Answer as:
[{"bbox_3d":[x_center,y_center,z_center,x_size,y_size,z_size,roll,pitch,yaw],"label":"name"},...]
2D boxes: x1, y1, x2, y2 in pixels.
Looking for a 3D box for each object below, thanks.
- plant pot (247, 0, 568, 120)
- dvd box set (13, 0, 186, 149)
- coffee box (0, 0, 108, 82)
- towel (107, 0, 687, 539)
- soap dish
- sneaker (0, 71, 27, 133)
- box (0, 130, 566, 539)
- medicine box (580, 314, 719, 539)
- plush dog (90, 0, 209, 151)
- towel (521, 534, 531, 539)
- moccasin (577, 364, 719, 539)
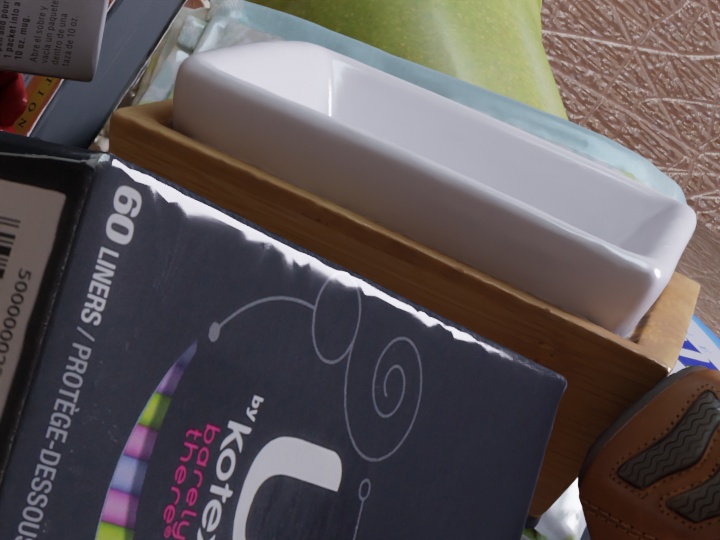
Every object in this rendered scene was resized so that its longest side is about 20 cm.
[{"bbox_3d":[0.025,-0.053,1.291,0.200,0.200,0.185,31,25,-45],"label":"plant pot"},{"bbox_3d":[-0.128,-0.135,0.978,0.200,0.147,0.029,30,-4,41],"label":"dvd box set"},{"bbox_3d":[-0.175,-0.117,0.778,0.199,0.080,0.114,6,18,-20],"label":"coffee box"},{"bbox_3d":[0.000,0.000,0.922,0.199,0.048,0.172,21,49,5],"label":"towel"},{"bbox_3d":[0.016,-0.002,0.788,0.157,0.082,0.200,24,9,6],"label":"soap dish"},{"bbox_3d":[-0.127,-0.029,0.823,0.077,0.085,0.200,42,10,4],"label":"sneaker"},{"bbox_3d":[-0.055,0.048,0.562,0.106,0.123,0.200,14,-6,31],"label":"box"},{"bbox_3d":[0.073,0.067,1.039,0.182,0.103,0.200,46,22,28],"label":"medicine box"},{"bbox_3d":[-0.116,-0.093,1.099,0.172,0.160,0.201,55,18,-47],"label":"plush dog"},{"bbox_3d":[0.041,0.114,0.796,0.147,0.024,0.200,48,-14,-18],"label":"towel"},{"bbox_3d":[0.112,0.094,0.735,0.078,0.074,0.202,46,-13,28],"label":"moccasin"}]
